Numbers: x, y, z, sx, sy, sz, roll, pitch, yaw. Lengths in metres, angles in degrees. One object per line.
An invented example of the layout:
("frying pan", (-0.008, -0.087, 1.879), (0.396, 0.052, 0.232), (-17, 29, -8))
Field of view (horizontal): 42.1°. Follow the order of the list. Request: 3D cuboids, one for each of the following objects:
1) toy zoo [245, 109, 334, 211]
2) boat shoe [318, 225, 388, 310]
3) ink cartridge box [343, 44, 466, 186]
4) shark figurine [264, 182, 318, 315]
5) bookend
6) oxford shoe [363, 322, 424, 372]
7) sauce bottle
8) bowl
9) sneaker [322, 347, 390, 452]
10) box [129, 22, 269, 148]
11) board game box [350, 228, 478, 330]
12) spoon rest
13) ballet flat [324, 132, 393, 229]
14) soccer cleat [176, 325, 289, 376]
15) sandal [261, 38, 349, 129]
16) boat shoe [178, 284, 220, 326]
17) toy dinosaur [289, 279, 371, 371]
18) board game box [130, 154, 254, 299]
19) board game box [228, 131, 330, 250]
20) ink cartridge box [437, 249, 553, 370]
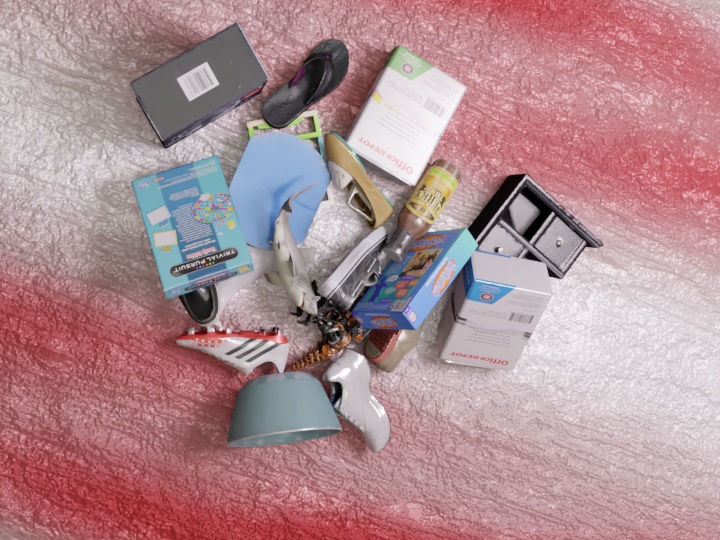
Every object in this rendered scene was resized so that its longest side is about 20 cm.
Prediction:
("toy zoo", (-0.121, -0.172, 1.650), (0.129, 0.020, 0.203), (-11, 95, -10))
("boat shoe", (0.000, 0.000, 1.625), (0.071, 0.072, 0.200), (44, 50, -4))
("ink cartridge box", (0.073, -0.269, 1.650), (0.144, 0.084, 0.202), (29, 88, -11))
("shark figurine", (-0.107, -0.044, 1.593), (0.089, 0.127, 0.217), (-19, 112, -34))
("bookend", (0.297, -0.036, 1.704), (0.198, 0.092, 0.201), (40, 87, -11))
("oxford shoe", (0.084, 0.094, 1.696), (0.201, 0.070, 0.075), (-51, 131, -9))
("sauce bottle", (0.108, -0.104, 1.655), (0.064, 0.065, 0.201), (36, 71, -11))
("bowl", (-0.136, 0.237, 1.602), (0.198, 0.201, 0.106), (-6, 75, -10))
("sneaker", (-0.012, 0.239, 1.651), (0.087, 0.074, 0.202), (-34, 109, -33))
("box", (-0.263, -0.298, 1.533), (0.199, 0.182, 0.105), (-31, 99, -7))
("board game box", (0.092, 0.015, 1.605), (0.045, 0.151, 0.201), (50, 63, -23))
("spoon rest", (-0.218, 0.004, 1.632), (0.099, 0.061, 0.201), (32, 74, -13))
("ballet flat", (-0.011, -0.149, 1.621), (0.063, 0.068, 0.200), (-50, 122, -15))
("soccer cleat", (-0.221, 0.141, 1.629), (0.197, 0.069, 0.086), (2, 92, -15))
("sandal", (-0.088, -0.325, 1.623), (0.075, 0.048, 0.201), (42, 78, 0))
("boat shoe", (-0.294, 0.000, 1.571), (0.071, 0.068, 0.202), (-23, 76, 6))
("toy dinosaur", (-0.047, 0.097, 1.650), (0.136, 0.102, 0.201), (47, 62, -27))
("board game box", (-0.276, -0.073, 1.534), (0.149, 0.047, 0.202), (-18, 73, -9))
("board game box", (-0.147, -0.137, 1.620), (0.157, 0.039, 0.202), (23, 95, -16))
("ink cartridge box", (0.232, 0.074, 1.652), (0.144, 0.085, 0.201), (10, 132, -11))
